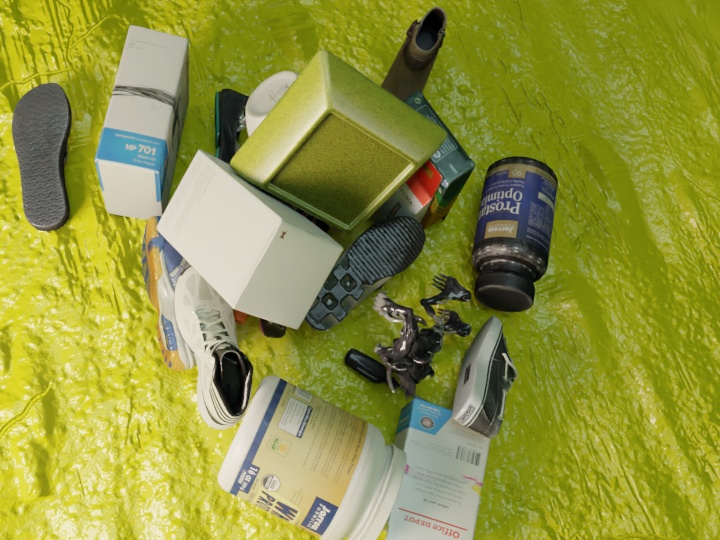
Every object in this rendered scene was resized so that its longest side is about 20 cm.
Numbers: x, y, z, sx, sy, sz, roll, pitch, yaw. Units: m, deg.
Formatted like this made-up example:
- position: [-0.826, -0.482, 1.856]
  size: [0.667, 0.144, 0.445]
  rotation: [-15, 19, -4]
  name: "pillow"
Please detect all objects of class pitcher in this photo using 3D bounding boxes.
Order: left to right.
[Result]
- position: [-0.075, -0.169, 1.039]
  size: [0.121, 0.201, 0.172]
  rotation: [-40, 43, -2]
  name: "pitcher"

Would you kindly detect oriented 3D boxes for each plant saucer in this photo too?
- position: [-0.025, -0.129, 0.928]
  size: [0.197, 0.200, 0.049]
  rotation: [26, 40, -30]
  name: "plant saucer"

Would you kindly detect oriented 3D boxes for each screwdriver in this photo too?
- position: [0.062, 0.167, 1.058]
  size: [0.198, 0.028, 0.029]
  rotation: [36, 95, -6]
  name: "screwdriver"

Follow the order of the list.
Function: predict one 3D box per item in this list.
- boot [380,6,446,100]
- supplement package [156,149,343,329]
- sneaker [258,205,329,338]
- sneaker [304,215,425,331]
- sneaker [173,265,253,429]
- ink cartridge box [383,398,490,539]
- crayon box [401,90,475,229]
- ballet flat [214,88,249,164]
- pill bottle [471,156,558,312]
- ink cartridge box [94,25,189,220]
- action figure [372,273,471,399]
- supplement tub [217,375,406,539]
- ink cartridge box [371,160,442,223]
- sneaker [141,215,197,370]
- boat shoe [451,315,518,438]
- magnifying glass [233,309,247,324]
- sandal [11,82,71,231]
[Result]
- position: [0.071, -0.287, 1.159]
  size: [0.069, 0.146, 0.204]
  rotation: [20, 66, -7]
  name: "boot"
- position: [-0.138, -0.039, 0.951]
  size: [0.199, 0.116, 0.119]
  rotation: [38, 99, 41]
  name: "supplement package"
- position: [-0.082, -0.006, 1.054]
  size: [0.084, 0.080, 0.205]
  rotation: [14, 68, -10]
  name: "sneaker"
- position: [0.000, 0.000, 1.051]
  size: [0.199, 0.089, 0.075]
  rotation: [-38, 91, -5]
  name: "sneaker"
- position: [-0.163, 0.079, 0.924]
  size: [0.074, 0.115, 0.205]
  rotation: [-9, 78, -28]
  name: "sneaker"
- position: [0.090, 0.282, 0.991]
  size: [0.113, 0.068, 0.204]
  rotation: [19, 66, -7]
  name: "ink cartridge box"
- position: [0.083, -0.140, 1.082]
  size: [0.051, 0.200, 0.127]
  rotation: [-33, 79, -13]
  name: "crayon box"
- position: [-0.179, -0.164, 1.096]
  size: [0.071, 0.073, 0.205]
  rotation: [6, 66, -11]
  name: "ballet flat"
- position: [0.220, -0.050, 1.126]
  size: [0.109, 0.112, 0.204]
  rotation: [16, 66, -7]
  name: "pill bottle"
- position: [-0.284, -0.191, 1.036]
  size: [0.084, 0.147, 0.205]
  rotation: [10, 67, -8]
  name: "ink cartridge box"
- position: [0.068, 0.086, 1.027]
  size: [0.100, 0.122, 0.199]
  rotation: [9, 27, 34]
  name: "action figure"
- position: [-0.056, 0.231, 0.933]
  size: [0.197, 0.145, 0.147]
  rotation: [26, 66, -2]
  name: "supplement tub"
- position: [0.030, -0.135, 1.062]
  size: [0.050, 0.200, 0.164]
  rotation: [-33, 80, -13]
  name: "ink cartridge box"
- position: [-0.229, 0.026, 1.017]
  size: [0.086, 0.075, 0.205]
  rotation: [-10, 80, -27]
  name: "sneaker"
- position: [0.174, 0.139, 1.036]
  size: [0.067, 0.074, 0.200]
  rotation: [32, 31, -4]
  name: "boat shoe"
- position: [-0.136, -0.028, 1.058]
  size: [0.022, 0.080, 0.205]
  rotation: [18, 76, -10]
  name: "magnifying glass"
- position: [-0.426, -0.152, 1.050]
  size: [0.074, 0.043, 0.206]
  rotation: [-1, 79, -6]
  name: "sandal"
